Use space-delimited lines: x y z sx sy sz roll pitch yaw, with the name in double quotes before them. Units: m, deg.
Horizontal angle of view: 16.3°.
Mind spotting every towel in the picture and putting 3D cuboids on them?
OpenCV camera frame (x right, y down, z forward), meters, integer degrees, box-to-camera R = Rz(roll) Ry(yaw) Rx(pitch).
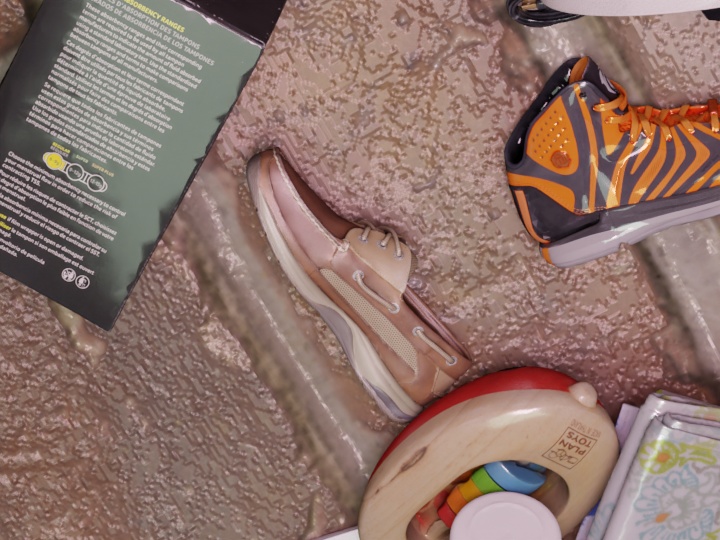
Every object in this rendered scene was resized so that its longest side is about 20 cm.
"towel" 0.217 0.177 1.534 0.171 0.048 0.200 12 109 -19

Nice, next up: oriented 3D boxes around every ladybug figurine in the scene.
"ladybug figurine" 0.079 0.122 1.568 0.136 0.072 0.200 27 128 -31

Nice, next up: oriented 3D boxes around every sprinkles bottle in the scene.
"sprinkles bottle" 0.089 0.224 1.575 0.068 0.068 0.200 2 138 3

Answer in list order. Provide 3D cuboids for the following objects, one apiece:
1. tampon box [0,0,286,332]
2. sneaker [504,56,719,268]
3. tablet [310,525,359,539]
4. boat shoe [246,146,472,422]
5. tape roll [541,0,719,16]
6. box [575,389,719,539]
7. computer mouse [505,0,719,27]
"tampon box" -0.149 -0.097 1.492 0.126 0.150 0.200 29 107 -6
"sneaker" 0.178 -0.086 1.510 0.200 0.078 0.112 -24 106 11
"tablet" 0.001 0.267 1.670 0.130 0.014 0.200 -18 105 10
"boat shoe" 0.000 0.000 1.558 0.072 0.076 0.200 -31 112 9
"tape roll" 0.197 -0.186 1.412 0.203 0.203 0.037 -9 107 7
"box" 0.245 0.156 1.598 0.200 0.048 0.122 17 108 -1
"computer mouse" 0.186 -0.173 1.505 0.200 0.059 0.034 -2 65 9
